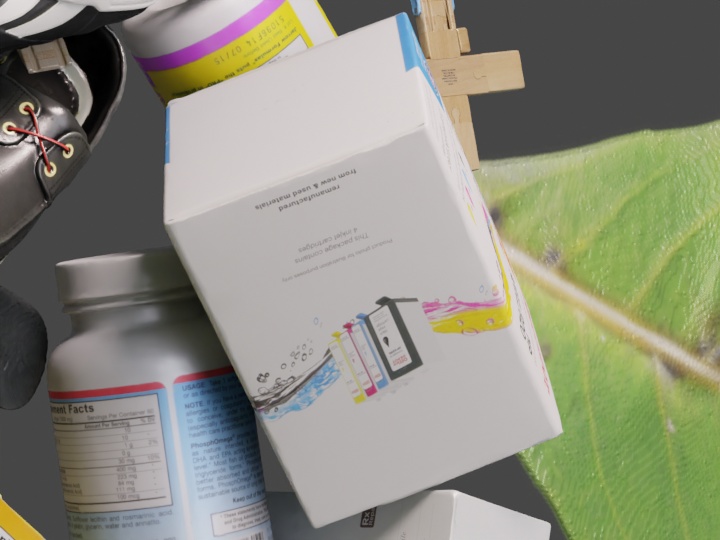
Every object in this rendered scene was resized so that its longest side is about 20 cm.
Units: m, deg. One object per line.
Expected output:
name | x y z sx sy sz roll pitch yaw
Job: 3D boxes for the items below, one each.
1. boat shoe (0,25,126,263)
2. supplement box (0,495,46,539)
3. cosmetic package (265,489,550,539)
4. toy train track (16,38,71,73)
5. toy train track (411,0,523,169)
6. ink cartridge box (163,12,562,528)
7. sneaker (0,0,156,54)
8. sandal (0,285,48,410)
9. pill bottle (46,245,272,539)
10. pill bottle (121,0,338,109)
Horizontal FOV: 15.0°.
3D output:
boat shoe | -0.176 -0.068 1.393 0.074 0.063 0.201 46 33 -16
supplement box | -0.229 0.212 1.341 0.109 0.109 0.200 48 57 -30
cosmetic package | 0.001 0.181 1.497 0.081 0.200 0.113 23 69 -41
toy train track | -0.137 -0.157 1.432 0.200 0.115 0.033 -11 132 -18
toy train track | 0.038 -0.157 1.673 0.115 0.033 0.200 -8 88 -36
ink cartridge box | 0.000 0.000 1.443 0.147 0.145 0.200 -98 166 -62
sneaker | -0.199 -0.121 1.349 0.200 0.112 0.073 -2 45 -44
sandal | -0.206 0.019 1.376 0.200 0.048 0.075 30 68 -59
pill bottle | -0.109 0.090 1.463 0.109 0.109 0.200 -9 93 -43
pill bottle | -0.043 -0.082 1.541 0.104 0.104 0.200 -47 117 -35
